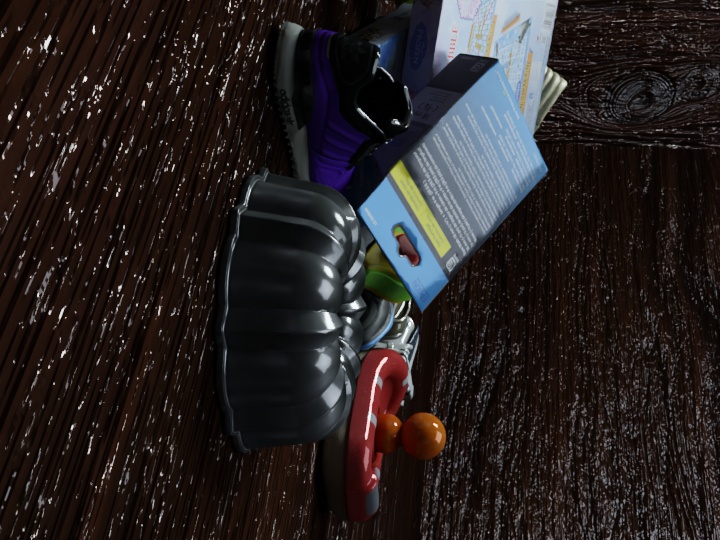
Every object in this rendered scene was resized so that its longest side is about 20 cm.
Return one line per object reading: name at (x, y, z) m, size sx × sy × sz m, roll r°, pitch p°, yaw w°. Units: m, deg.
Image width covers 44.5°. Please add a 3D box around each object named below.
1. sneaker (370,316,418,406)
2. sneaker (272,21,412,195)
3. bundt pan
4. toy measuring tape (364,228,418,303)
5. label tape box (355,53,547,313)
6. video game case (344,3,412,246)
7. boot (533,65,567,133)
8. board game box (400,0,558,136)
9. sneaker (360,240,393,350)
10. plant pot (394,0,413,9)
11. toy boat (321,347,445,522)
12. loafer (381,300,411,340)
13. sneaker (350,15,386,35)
sneaker at (0.038, 0.112, 1.202) m, size 0.199 × 0.078 × 0.132 m, roll 64°, pitch 29°, yaw -74°
sneaker at (-0.006, -0.116, 0.715) m, size 0.201 × 0.098 × 0.070 m, roll 75°, pitch 22°, yaw -64°
bundt pan at (-0.039, 0.030, 0.631) m, size 0.202 × 0.075 × 0.205 m, roll 2°, pitch 90°, yaw -82°
toy measuring tape at (0.021, 0.016, 0.887) m, size 0.200 × 0.073 × 0.074 m, roll -49°, pitch 145°, yaw -48°
label tape box at (0.076, -0.085, 0.839) m, size 0.200 × 0.063 × 0.145 m, roll -46°, pitch 128°, yaw -14°
video game case at (0.023, -0.149, 0.905) m, size 0.181 × 0.045 × 0.202 m, roll -45°, pitch 142°, yaw -48°
boot at (0.130, -0.193, 1.041) m, size 0.200 × 0.155 × 0.073 m, roll -48°, pitch -167°, yaw 10°
board game box at (0.121, -0.201, 0.919) m, size 0.198 × 0.041 × 0.203 m, roll -5°, pitch 109°, yaw -46°
sneaker at (0.000, 0.000, 0.984) m, size 0.083 × 0.070 × 0.202 m, roll 50°, pitch 41°, yaw -46°
plant pot at (0.118, -0.410, 1.106) m, size 0.200 × 0.198 × 0.183 m, roll 75°, pitch -9°, yaw -65°
toy boat at (0.032, 0.182, 0.996) m, size 0.201 × 0.129 × 0.132 m, roll -79°, pitch 169°, yaw -45°
loafer at (0.026, -0.006, 1.068) m, size 0.070 × 0.074 × 0.202 m, roll 105°, pitch -13°, yaw -48°
sneaker at (0.026, -0.254, 1.001) m, size 0.201 × 0.071 × 0.084 m, roll -79°, pitch 167°, yaw -46°
